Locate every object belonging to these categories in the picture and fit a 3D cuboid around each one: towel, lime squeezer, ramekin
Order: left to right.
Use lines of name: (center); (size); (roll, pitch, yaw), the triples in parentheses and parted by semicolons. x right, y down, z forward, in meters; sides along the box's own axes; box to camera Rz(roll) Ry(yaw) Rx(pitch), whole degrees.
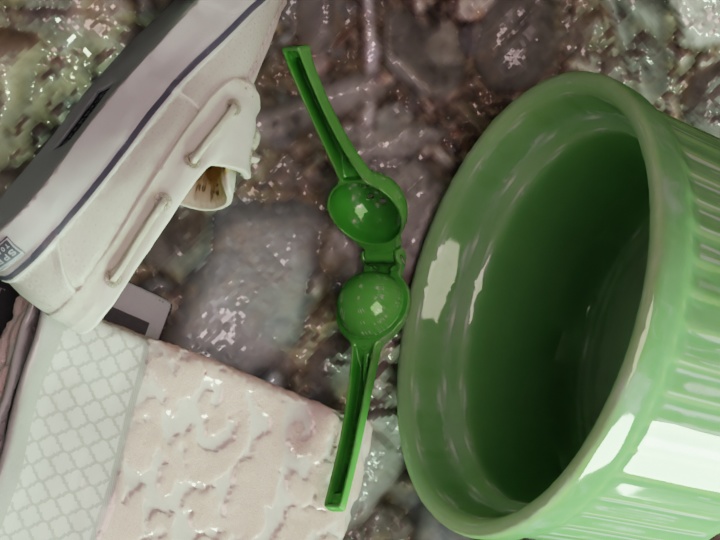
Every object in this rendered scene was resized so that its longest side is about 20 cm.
towel: (-0.092, 0.129, 1.025); (0.191, 0.032, 0.200); (26, 75, -35)
lime squeezer: (0.000, 0.000, 1.065); (0.038, 0.071, 0.200); (-2, 98, 13)
ramekin: (0.106, 0.025, 1.037); (0.098, 0.200, 0.200); (16, 91, -25)

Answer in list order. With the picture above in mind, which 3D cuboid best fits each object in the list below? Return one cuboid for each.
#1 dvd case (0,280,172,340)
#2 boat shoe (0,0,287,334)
dvd case: (-0.179, 0.076, 1.015); (0.150, 0.025, 0.200); (24, 75, -19)
boat shoe: (-0.076, -0.056, 1.011); (0.070, 0.071, 0.200); (46, 56, -16)
